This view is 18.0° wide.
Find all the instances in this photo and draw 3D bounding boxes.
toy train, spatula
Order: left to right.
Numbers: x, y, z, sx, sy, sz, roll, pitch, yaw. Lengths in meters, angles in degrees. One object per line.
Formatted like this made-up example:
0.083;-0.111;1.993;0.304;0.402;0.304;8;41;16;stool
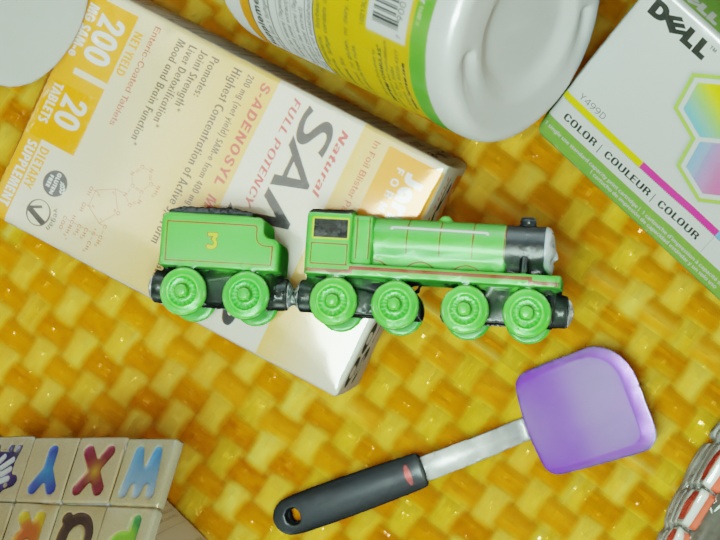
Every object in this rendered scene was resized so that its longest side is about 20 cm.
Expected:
0.000;0.000;1.050;0.198;0.042;0.057;3;83;7;toy train
0.046;0.092;1.125;0.199;0.021;0.057;-21;90;11;spatula

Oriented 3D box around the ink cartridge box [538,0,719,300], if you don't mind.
0.197;-0.094;1.020;0.148;0.076;0.200;42;130;6;ink cartridge box

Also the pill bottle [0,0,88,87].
-0.231;-0.160;1.095;0.199;0.113;0.114;23;96;28;pill bottle

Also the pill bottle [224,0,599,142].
0.003;-0.145;1.056;0.199;0.111;0.112;29;97;35;pill bottle

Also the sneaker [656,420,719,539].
0.208;0.092;1.071;0.082;0.077;0.201;33;98;1;sneaker

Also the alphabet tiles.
-0.176;0.156;1.068;0.199;0.008;0.168;-3;63;41;alphabet tiles

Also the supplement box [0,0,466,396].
-0.065;-0.041;1.115;0.199;0.074;0.127;27;96;8;supplement box

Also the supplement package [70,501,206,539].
-0.081;0.222;1.105;0.200;0.117;0.117;43;98;7;supplement package
